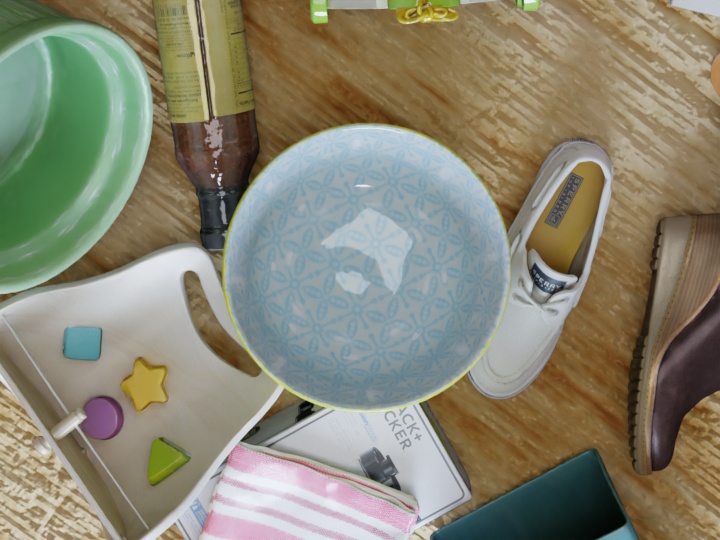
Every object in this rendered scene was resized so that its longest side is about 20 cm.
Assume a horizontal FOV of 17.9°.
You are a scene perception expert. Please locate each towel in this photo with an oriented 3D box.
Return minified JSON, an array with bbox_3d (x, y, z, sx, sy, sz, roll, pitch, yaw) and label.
[{"bbox_3d":[-0.053,0.234,1.639,0.146,0.030,0.201,18,101,-4],"label":"towel"}]

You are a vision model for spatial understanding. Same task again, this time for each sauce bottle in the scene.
[{"bbox_3d":[-0.107,-0.115,1.617,0.066,0.066,0.201,-5,101,0],"label":"sauce bottle"}]

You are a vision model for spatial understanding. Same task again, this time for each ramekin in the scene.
[{"bbox_3d":[-0.247,-0.094,1.554,0.098,0.200,0.200,32,101,34],"label":"ramekin"}]

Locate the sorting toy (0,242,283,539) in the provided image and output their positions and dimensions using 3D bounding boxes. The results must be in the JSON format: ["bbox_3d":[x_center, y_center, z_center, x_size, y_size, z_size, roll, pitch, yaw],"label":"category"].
[{"bbox_3d":[-0.152,0.078,1.619,0.180,0.107,0.200,-36,83,4],"label":"sorting toy"}]

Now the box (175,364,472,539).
[{"bbox_3d":[-0.032,0.157,1.669,0.200,0.060,0.117,-28,100,4],"label":"box"}]

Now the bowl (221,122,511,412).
[{"bbox_3d":[0.000,0.000,1.609,0.199,0.108,0.201,0,88,-5],"label":"bowl"}]

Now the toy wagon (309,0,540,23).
[{"bbox_3d":[0.043,-0.191,1.535,0.155,0.200,0.040,-4,99,0],"label":"toy wagon"}]

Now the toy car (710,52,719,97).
[{"bbox_3d":[0.311,-0.083,1.591,0.184,0.200,0.177,-8,124,-33],"label":"toy car"}]

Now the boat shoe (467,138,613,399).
[{"bbox_3d":[0.130,0.003,1.638,0.071,0.070,0.200,25,99,-5],"label":"boat shoe"}]

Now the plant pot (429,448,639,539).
[{"bbox_3d":[0.163,0.267,1.656,0.141,0.141,0.200,-28,107,4],"label":"plant pot"}]

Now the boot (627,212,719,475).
[{"bbox_3d":[0.284,0.061,1.649,0.166,0.072,0.201,9,97,0],"label":"boot"}]

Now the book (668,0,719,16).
[{"bbox_3d":[0.304,-0.270,1.604,0.133,0.048,0.201,14,99,-1],"label":"book"}]
